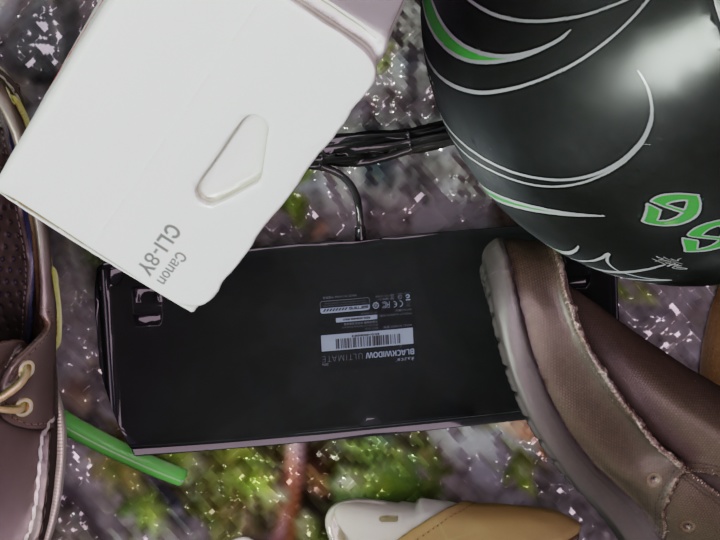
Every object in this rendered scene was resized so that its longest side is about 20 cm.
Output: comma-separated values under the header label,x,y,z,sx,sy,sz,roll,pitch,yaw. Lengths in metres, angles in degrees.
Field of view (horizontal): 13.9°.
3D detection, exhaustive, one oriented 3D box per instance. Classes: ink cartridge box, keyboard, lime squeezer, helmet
label,x,y,z,sx,sy,sz,roll,pitch,yaw
ink cartridge box,-0.029,-0.107,0.994,0.083,0.200,0.145,31,132,-7
keyboard,0.000,0.000,1.110,0.200,0.021,0.127,-5,102,-11
lime squeezer,-0.143,0.011,1.105,0.071,0.038,0.200,-34,98,-34
helmet,0.113,-0.093,1.030,0.200,0.191,0.200,7,76,-33

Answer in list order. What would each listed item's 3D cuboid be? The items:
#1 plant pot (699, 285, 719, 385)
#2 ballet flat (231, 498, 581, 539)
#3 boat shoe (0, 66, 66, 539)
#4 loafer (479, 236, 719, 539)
label,x,y,z,sx,sy,sz,roll,pitch,yaw
plant pot,0.231,0.044,1.140,0.200,0.027,0.200,-1,96,-6
ballet flat,-0.016,0.120,1.106,0.200,0.069,0.063,-26,83,-4
boat shoe,-0.139,0.022,1.049,0.072,0.060,0.200,-2,95,-11
loafer,0.111,0.058,1.095,0.071,0.073,0.200,-30,116,10
